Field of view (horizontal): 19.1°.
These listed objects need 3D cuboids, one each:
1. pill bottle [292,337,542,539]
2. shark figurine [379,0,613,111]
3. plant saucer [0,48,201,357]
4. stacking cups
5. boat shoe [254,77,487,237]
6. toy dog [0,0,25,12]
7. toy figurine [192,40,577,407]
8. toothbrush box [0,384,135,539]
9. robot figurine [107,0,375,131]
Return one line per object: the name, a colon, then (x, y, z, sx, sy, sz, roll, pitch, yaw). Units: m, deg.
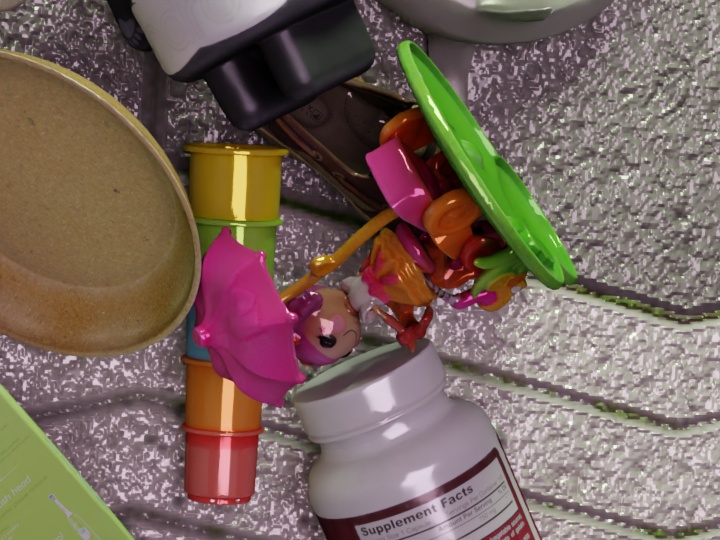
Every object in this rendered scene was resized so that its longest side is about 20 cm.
pill bottle: (0.039, 0.145, 1.202, 0.113, 0.113, 0.200, -25, 99, -12)
shark figurine: (0.107, -0.163, 1.215, 0.214, 0.089, 0.128, -16, 99, -12)
plant saucer: (-0.168, -0.042, 1.118, 0.200, 0.200, 0.035, 43, 44, -14)
stacking cups: (-0.070, 0.030, 1.194, 0.060, 0.060, 0.201, -1, 96, -15)
boat shoe: (0.020, -0.064, 1.203, 0.200, 0.072, 0.072, 34, 85, -15)
toy dog: (-0.253, -0.193, 1.089, 0.194, 0.140, 0.200, 22, 89, -11)
toy figurine: (0.000, 0.000, 1.135, 0.184, 0.200, 0.150, -33, 63, 11)
toothbrush box: (-0.210, 0.090, 1.080, 0.086, 0.146, 0.200, -40, 128, -10)
robot figurine: (-0.071, -0.177, 1.104, 0.150, 0.125, 0.200, -28, 93, 1)
